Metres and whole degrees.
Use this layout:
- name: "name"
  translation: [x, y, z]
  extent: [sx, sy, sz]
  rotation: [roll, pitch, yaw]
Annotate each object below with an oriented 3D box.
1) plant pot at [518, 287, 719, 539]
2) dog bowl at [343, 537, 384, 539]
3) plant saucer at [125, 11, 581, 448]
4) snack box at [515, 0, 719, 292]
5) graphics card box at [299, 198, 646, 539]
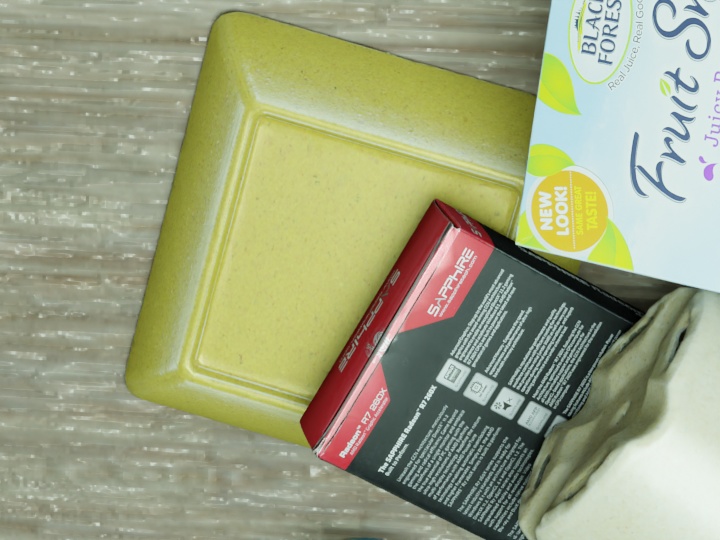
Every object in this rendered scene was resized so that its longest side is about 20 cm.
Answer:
- name: "plant pot"
  translation: [0.177, 0.110, 1.150]
  extent: [0.183, 0.200, 0.201]
  rotation: [36, 105, -7]
- name: "dog bowl"
  translation: [-0.026, 0.213, 1.318]
  extent: [0.111, 0.050, 0.200]
  rotation: [41, 106, -3]
- name: "plant saucer"
  translation: [0.000, 0.000, 1.264]
  extent: [0.200, 0.048, 0.200]
  rotation: [16, 105, 3]
- name: "snack box"
  translation: [0.164, -0.092, 1.116]
  extent: [0.168, 0.068, 0.200]
  rotation: [14, 104, 22]
- name: "graphics card box"
  translation: [0.087, 0.067, 1.231]
  extent: [0.200, 0.051, 0.126]
  rotation: [27, 100, -19]
